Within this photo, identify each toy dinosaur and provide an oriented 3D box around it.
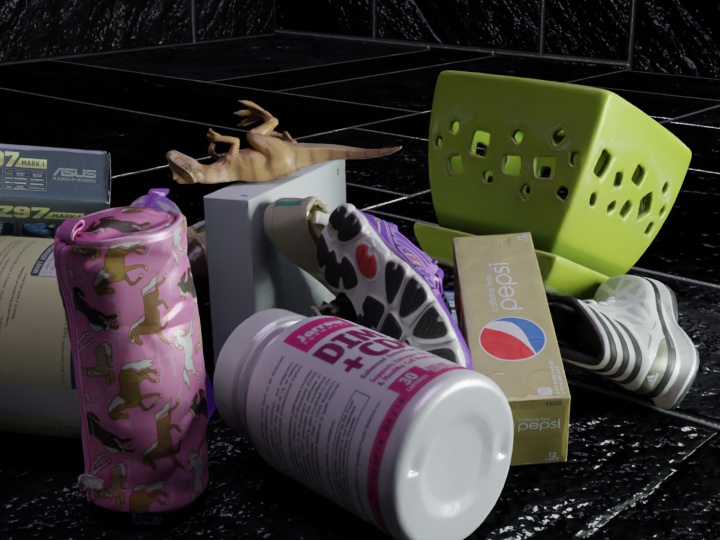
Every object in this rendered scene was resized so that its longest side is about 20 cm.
[{"bbox_3d":[-0.070,-0.100,1.013,0.197,0.061,0.107,-9,41,-7],"label":"toy dinosaur"}]

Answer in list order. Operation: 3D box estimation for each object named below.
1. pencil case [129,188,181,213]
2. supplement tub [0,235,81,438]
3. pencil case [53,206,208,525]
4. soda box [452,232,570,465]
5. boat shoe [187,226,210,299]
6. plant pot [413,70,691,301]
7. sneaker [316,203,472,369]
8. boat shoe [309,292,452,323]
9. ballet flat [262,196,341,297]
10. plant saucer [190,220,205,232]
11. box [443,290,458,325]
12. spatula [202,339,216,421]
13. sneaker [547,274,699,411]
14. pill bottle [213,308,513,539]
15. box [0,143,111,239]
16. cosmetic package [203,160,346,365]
[{"bbox_3d":[-0.245,-0.022,1.196,0.082,0.087,0.200,-1,16,10],"label":"pencil case"},{"bbox_3d":[-0.249,0.048,0.865,0.196,0.147,0.145,4,17,11],"label":"supplement tub"},{"bbox_3d":[-0.146,0.058,0.741,0.081,0.203,0.087,3,19,15],"label":"pencil case"},{"bbox_3d":[0.111,0.054,0.879,0.066,0.065,0.201,-4,37,2],"label":"soda box"},{"bbox_3d":[-0.178,0.002,1.099,0.071,0.073,0.200,-19,7,-19],"label":"boat shoe"},{"bbox_3d":[0.177,-0.070,1.118,0.198,0.184,0.198,16,0,40],"label":"plant pot"},{"bbox_3d":[0.039,0.017,0.864,0.082,0.081,0.201,6,36,-32],"label":"sneaker"},{"bbox_3d":[-0.015,0.051,0.933,0.199,0.064,0.070,-30,15,-29],"label":"boat shoe"},{"bbox_3d":[0.000,0.000,0.993,0.199,0.070,0.069,38,-7,-35],"label":"ballet flat"},{"bbox_3d":[-0.089,-0.026,1.253,0.196,0.051,0.200,-1,13,0],"label":"plant saucer"},{"bbox_3d":[0.105,0.061,1.012,0.117,0.042,0.200,2,15,8],"label":"box"},{"bbox_3d":[-0.137,0.078,0.950,0.020,0.057,0.200,-19,13,-5],"label":"spatula"},{"bbox_3d":[0.203,0.035,0.968,0.114,0.076,0.201,24,17,-9],"label":"sneaker"},{"bbox_3d":[-0.005,0.096,0.767,0.112,0.115,0.199,-15,22,-39],"label":"pill bottle"},{"bbox_3d":[-0.305,-0.043,0.917,0.197,0.052,0.158,1,-25,-18],"label":"box"},{"bbox_3d":[-0.071,-0.014,1.058,0.051,0.153,0.200,7,18,22],"label":"cosmetic package"}]
